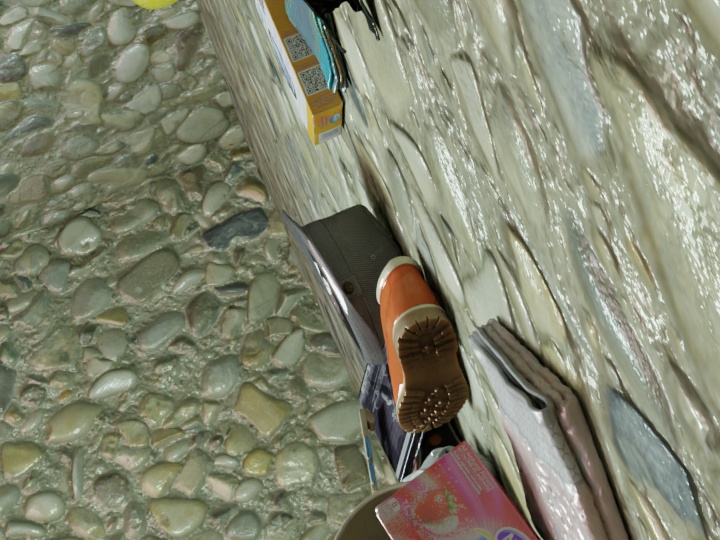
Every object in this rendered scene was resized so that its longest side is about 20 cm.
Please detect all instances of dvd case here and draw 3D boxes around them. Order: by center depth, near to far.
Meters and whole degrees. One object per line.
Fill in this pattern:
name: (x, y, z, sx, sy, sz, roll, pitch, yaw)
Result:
dvd case: (0.045, 0.142, 1.536, 0.200, 0.016, 0.150, -121, 41, -61)

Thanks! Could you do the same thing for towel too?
towel: (0.138, 0.146, 0.891, 0.200, 0.032, 0.193, -127, 15, -74)
towel: (-0.061, -0.281, 1.185, 0.201, 0.022, 0.147, 74, 172, -50)

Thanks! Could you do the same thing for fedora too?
fedora: (0.000, 0.000, 1.380, 0.201, 0.090, 0.177, 60, 175, 10)

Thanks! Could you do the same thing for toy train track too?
toy train track: (0.028, 0.255, 1.501, 0.115, 0.032, 0.202, 85, 175, -54)

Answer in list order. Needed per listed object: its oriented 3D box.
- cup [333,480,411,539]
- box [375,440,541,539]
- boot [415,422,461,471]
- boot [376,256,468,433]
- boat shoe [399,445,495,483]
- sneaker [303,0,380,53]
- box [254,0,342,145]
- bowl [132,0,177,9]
cup: (0.078, 0.326, 1.314, 0.202, 0.199, 0.143, 65, -170, 20)
box: (0.109, 0.247, 0.973, 0.201, 0.094, 0.103, 54, 180, 31)
boot: (0.105, 0.259, 1.549, 0.145, 0.072, 0.201, 72, -179, -49)
boot: (0.057, 0.077, 1.265, 0.201, 0.074, 0.108, 85, 167, -46)
boat shoe: (0.090, 0.230, 1.385, 0.200, 0.071, 0.069, 119, 154, -58)
sneaker: (-0.036, -0.245, 0.883, 0.200, 0.059, 0.105, 66, -179, -66)
box: (-0.073, -0.247, 1.372, 0.119, 0.041, 0.202, 100, 150, -81)
bowl: (-0.382, -0.624, 2.508, 0.107, 0.201, 0.202, 5, 131, 33)
